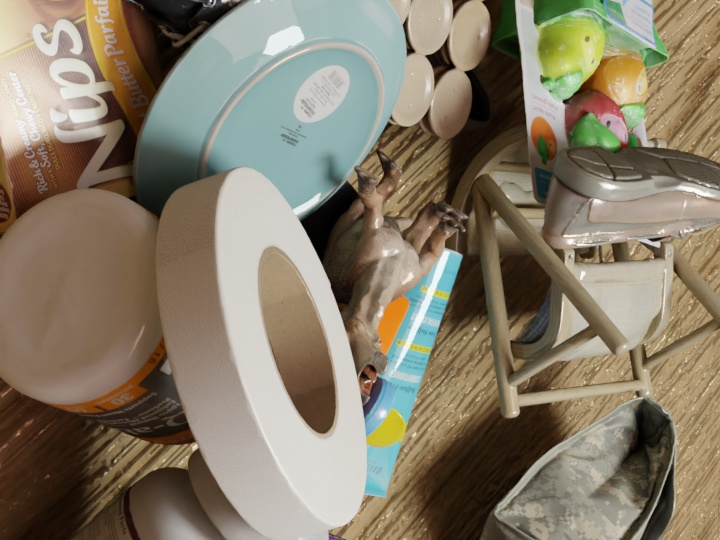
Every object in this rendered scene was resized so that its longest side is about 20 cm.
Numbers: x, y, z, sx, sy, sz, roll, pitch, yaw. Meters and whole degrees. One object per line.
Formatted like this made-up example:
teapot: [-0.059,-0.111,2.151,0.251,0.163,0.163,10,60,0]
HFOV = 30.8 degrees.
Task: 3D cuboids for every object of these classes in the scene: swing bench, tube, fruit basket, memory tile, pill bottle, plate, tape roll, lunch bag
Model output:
swing bench: [0.184,-0.003,1.063,0.198,0.130,0.201,0,63,-44]
tube: [0.023,0.074,0.996,0.077,0.050,0.202,16,93,-39]
fruit basket: [0.175,-0.130,0.973,0.185,0.093,0.202,15,61,-48]
memory tile: [0.048,-0.196,0.881,0.153,0.017,0.202,6,99,-52]
pill bottle: [-0.121,0.186,0.765,0.200,0.110,0.110,-41,133,8]
pill bottle: [-0.120,0.037,0.756,0.117,0.116,0.200,-68,155,-9]
plate: [-0.045,-0.085,0.790,0.199,0.026,0.201,-29,146,-22]
tape roll: [-0.049,0.044,0.709,0.203,0.037,0.204,-18,90,-75]
lunch bag: [0.188,0.214,1.105,0.200,0.117,0.165,-39,158,-34]

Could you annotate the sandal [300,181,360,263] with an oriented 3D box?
sandal: [-0.055,-0.069,0.885,0.076,0.048,0.201,-53,145,-19]

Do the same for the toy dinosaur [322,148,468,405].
toy dinosaur: [0.000,0.000,0.880,0.086,0.200,0.136,33,104,-4]

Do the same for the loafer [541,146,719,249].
loafer: [0.199,-0.049,0.925,0.199,0.072,0.063,-1,122,-41]

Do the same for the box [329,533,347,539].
box: [-0.097,0.241,0.915,0.199,0.036,0.144,26,79,-47]

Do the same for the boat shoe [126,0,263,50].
boat shoe: [-0.087,-0.155,0.741,0.199,0.071,0.068,-14,109,-58]

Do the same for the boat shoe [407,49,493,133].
boat shoe: [0.037,-0.176,0.939,0.067,0.057,0.200,-56,132,-21]

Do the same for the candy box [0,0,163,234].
candy box: [-0.176,-0.132,0.732,0.115,0.055,0.202,-25,117,-40]

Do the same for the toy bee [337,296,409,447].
toy bee: [-0.038,0.092,0.912,0.131,0.108,0.200,54,42,-3]
